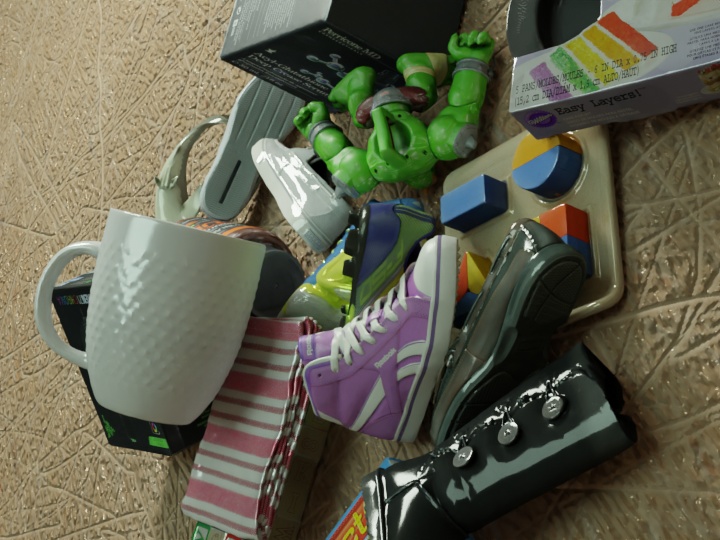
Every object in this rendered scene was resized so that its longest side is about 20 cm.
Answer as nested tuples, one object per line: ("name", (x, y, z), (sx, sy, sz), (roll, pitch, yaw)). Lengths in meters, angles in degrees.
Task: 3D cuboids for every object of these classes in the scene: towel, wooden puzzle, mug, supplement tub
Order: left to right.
("mug", (-0.202, 0.039, 1.165), (0.148, 0.199, 0.176), (13, -90, -83))
("supplement tub", (-0.135, 0.003, 1.320), (0.200, 0.107, 0.107), (12, 80, 57))
("towel", (-0.103, 0.137, 1.151), (0.146, 0.030, 0.201), (-2, 70, 56))
("wooden puzzle", (0.124, -0.035, 1.021), (0.185, 0.046, 0.201), (-28, 49, 45))

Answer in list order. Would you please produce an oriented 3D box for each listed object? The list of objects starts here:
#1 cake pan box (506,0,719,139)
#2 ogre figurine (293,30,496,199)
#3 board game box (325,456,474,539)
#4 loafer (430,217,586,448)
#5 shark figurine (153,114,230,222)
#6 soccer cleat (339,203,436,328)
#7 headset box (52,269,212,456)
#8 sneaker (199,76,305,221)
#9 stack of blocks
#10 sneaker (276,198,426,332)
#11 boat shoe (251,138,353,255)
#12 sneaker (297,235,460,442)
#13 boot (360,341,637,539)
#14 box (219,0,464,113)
("cake pan box", (0.207, -0.205, 0.961), (0.200, 0.052, 0.185), (-9, 60, 36))
("ogre figurine", (0.032, -0.135, 1.161), (0.199, 0.098, 0.120), (-9, 59, 6))
("board game box", (0.020, 0.283, 0.969), (0.200, 0.056, 0.196), (-56, 34, 17))
("loafer", (0.103, 0.053, 0.956), (0.063, 0.072, 0.200), (53, 126, 43))
("shark figurine", (-0.205, -0.088, 1.512), (0.128, 0.089, 0.215), (1, 77, 20))
("soccer cleat", (0.025, 0.030, 1.071), (0.065, 0.083, 0.201), (-86, 0, -50))
("headset box", (-0.224, 0.092, 1.321), (0.174, 0.093, 0.201), (-4, 109, 57))
("sneaker", (-0.126, -0.146, 1.433), (0.200, 0.073, 0.071), (-59, 9, -6))
("stack of blocks", (-0.096, 0.179, 1.198), (0.115, 0.058, 0.201), (1, 72, 56))
("sneaker", (0.000, 0.000, 1.176), (0.200, 0.076, 0.105), (-33, 28, 42))
("boat shoe", (-0.057, -0.093, 1.308), (0.068, 0.072, 0.200), (-38, 31, 5))
("sneaker", (0.011, 0.052, 1.006), (0.073, 0.114, 0.201), (-81, 6, -58))
("boot", (0.102, 0.158, 0.869), (0.200, 0.066, 0.165), (-30, 41, 13))
("box", (-0.020, -0.244, 1.264), (0.200, 0.148, 0.107), (-5, 67, 55))
